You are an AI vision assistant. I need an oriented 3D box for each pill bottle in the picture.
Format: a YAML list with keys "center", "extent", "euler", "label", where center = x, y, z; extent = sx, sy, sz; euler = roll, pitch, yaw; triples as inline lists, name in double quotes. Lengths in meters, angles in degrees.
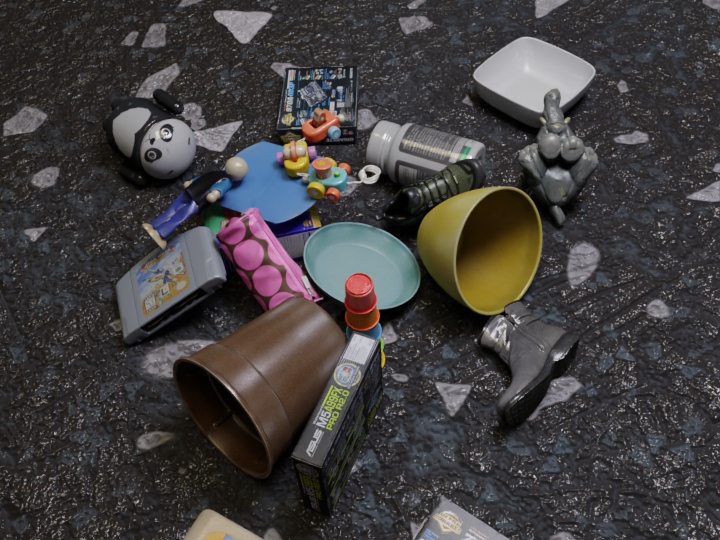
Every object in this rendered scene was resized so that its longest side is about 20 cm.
- center: [0.118, -0.203, 1.389]
  extent: [0.199, 0.114, 0.113]
  euler: [20, 55, 18]
  label: "pill bottle"

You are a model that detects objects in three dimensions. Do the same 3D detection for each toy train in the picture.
- center: [-0.061, -0.206, 1.280]
  extent: [0.150, 0.056, 0.200]
  euler: [-31, 54, -12]
  label: "toy train"

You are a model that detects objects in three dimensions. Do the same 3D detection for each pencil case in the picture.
- center: [-0.144, -0.006, 1.216]
  extent: [0.200, 0.094, 0.091]
  euler: [52, 49, 3]
  label: "pencil case"

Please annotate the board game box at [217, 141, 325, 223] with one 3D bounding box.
- center: [-0.150, -0.142, 1.312]
  extent: [0.199, 0.039, 0.159]
  euler: [18, 59, 23]
  label: "board game box"

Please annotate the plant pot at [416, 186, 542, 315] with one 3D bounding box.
- center: [0.174, -0.042, 1.226]
  extent: [0.200, 0.201, 0.142]
  euler: [-39, 32, -24]
  label: "plant pot"

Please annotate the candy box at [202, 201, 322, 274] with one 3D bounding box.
- center: [-0.175, -0.093, 1.344]
  extent: [0.198, 0.077, 0.170]
  euler: [-12, 51, -7]
  label: "candy box"

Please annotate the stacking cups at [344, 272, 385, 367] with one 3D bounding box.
- center: [0.000, 0.077, 1.114]
  extent: [0.060, 0.201, 0.061]
  euler: [-4, 50, 4]
  label: "stacking cups"

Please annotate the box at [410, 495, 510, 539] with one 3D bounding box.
- center: [0.128, 0.413, 0.930]
  extent: [0.199, 0.050, 0.199]
  euler: [27, 57, 24]
  label: "box"

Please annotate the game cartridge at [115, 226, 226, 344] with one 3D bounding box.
- center: [-0.315, 0.018, 1.242]
  extent: [0.199, 0.042, 0.134]
  euler: [-33, 55, 11]
  label: "game cartridge"

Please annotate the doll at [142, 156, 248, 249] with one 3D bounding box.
- center: [-0.272, -0.123, 1.269]
  extent: [0.200, 0.049, 0.136]
  euler: [-41, 31, -9]
  label: "doll"

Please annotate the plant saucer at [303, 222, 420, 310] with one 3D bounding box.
- center: [0.000, 0.000, 1.255]
  extent: [0.198, 0.036, 0.201]
  euler: [10, 42, -10]
  label: "plant saucer"

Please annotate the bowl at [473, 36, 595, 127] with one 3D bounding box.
- center: [0.348, -0.370, 1.533]
  extent: [0.199, 0.075, 0.199]
  euler: [35, 61, 29]
  label: "bowl"

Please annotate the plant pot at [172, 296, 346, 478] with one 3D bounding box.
- center: [-0.127, 0.150, 1.080]
  extent: [0.200, 0.201, 0.198]
  euler: [33, 53, 27]
  label: "plant pot"

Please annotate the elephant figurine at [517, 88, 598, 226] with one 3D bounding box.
- center: [0.354, -0.211, 1.376]
  extent: [0.141, 0.155, 0.200]
  euler: [37, 25, -11]
  label: "elephant figurine"

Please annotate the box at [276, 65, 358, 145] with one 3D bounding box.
- center: [-0.083, -0.341, 1.558]
  extent: [0.157, 0.046, 0.201]
  euler: [-2, 51, 3]
  label: "box"

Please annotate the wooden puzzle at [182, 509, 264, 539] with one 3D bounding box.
- center: [-0.173, 0.416, 0.952]
  extent: [0.199, 0.046, 0.186]
  euler: [20, 55, 20]
  label: "wooden puzzle"

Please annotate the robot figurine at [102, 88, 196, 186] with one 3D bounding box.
- center: [-0.408, -0.257, 1.463]
  extent: [0.199, 0.151, 0.125]
  euler: [33, 47, 27]
  label: "robot figurine"

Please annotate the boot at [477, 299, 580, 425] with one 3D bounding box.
- center: [0.228, 0.136, 1.145]
  extent: [0.131, 0.070, 0.200]
  euler: [30, 48, 28]
  label: "boot"

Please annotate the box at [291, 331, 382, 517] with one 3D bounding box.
- center: [-0.026, 0.209, 1.036]
  extent: [0.044, 0.161, 0.201]
  euler: [17, 55, 15]
  label: "box"

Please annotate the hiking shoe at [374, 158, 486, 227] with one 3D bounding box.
- center: [0.121, -0.124, 1.286]
  extent: [0.199, 0.101, 0.076]
  euler: [-30, 86, 28]
  label: "hiking shoe"
